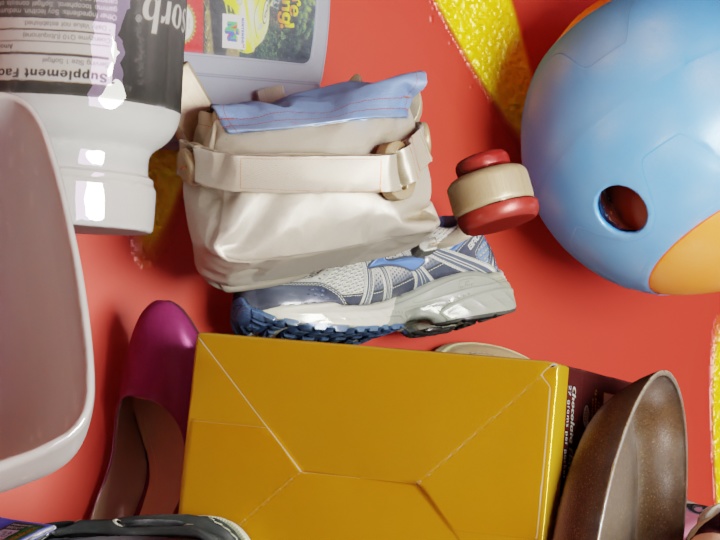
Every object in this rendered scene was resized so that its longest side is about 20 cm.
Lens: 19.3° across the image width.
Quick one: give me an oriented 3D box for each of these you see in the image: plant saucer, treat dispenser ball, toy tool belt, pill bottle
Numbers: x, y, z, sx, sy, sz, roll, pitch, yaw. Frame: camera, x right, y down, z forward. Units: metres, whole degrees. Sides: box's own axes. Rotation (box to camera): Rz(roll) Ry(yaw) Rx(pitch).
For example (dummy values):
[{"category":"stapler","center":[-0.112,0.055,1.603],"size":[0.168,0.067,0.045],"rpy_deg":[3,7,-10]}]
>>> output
[{"category":"plant saucer","center":[0.130,0.148,1.085],"size":[0.200,0.032,0.201],"rpy_deg":[8,90,-69]},{"category":"treat dispenser ball","center":[0.201,-0.083,1.329],"size":[0.201,0.201,0.201],"rpy_deg":[-1,91,-41]},{"category":"toy tool belt","center":[-0.008,-0.069,1.151],"size":[0.200,0.125,0.123],"rpy_deg":[-11,80,-18]},{"category":"pill bottle","center":[-0.147,-0.121,1.080],"size":[0.116,0.116,0.200],"rpy_deg":[4,88,-41]}]

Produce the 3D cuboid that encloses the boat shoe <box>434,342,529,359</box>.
[{"category":"boat shoe","center":[0.125,0.098,1.350],"size":[0.200,0.065,0.072],"rpy_deg":[28,73,-33]}]

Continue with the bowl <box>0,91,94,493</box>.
[{"category":"bowl","center":[-0.225,0.027,0.973],"size":[0.200,0.075,0.200],"rpy_deg":[-11,63,-6]}]

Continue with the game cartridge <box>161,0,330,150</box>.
[{"category":"game cartridge","center":[-0.076,-0.167,1.197],"size":[0.133,0.041,0.200],"rpy_deg":[-1,91,-45]}]

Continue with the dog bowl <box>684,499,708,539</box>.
[{"category":"dog bowl","center":[0.208,0.245,1.423],"size":[0.200,0.074,0.200],"rpy_deg":[0,90,-41]}]

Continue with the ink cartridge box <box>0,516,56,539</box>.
[{"category":"ink cartridge box","center":[-0.257,0.133,0.984],"size":[0.200,0.119,0.042],"rpy_deg":[-17,100,-39]}]

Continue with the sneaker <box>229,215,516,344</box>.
[{"category":"sneaker","center":[0.000,0.000,1.249],"size":[0.200,0.077,0.085],"rpy_deg":[-6,80,-42]}]

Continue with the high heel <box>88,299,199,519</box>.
[{"category":"high heel","center":[-0.123,0.119,1.133],"size":[0.096,0.067,0.200],"rpy_deg":[-12,102,-51]}]

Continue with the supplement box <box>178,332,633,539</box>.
[{"category":"supplement box","center":[0.034,0.113,1.144],"size":[0.200,0.197,0.133],"rpy_deg":[17,78,-69]}]

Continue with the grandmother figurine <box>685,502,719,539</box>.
[{"category":"grandmother figurine","center":[0.179,0.158,1.103],"size":[0.121,0.061,0.200],"rpy_deg":[-58,166,12]}]

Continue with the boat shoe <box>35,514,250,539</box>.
[{"category":"boat shoe","center":[-0.152,0.160,1.041],"size":[0.066,0.199,0.075],"rpy_deg":[60,23,-79]}]
